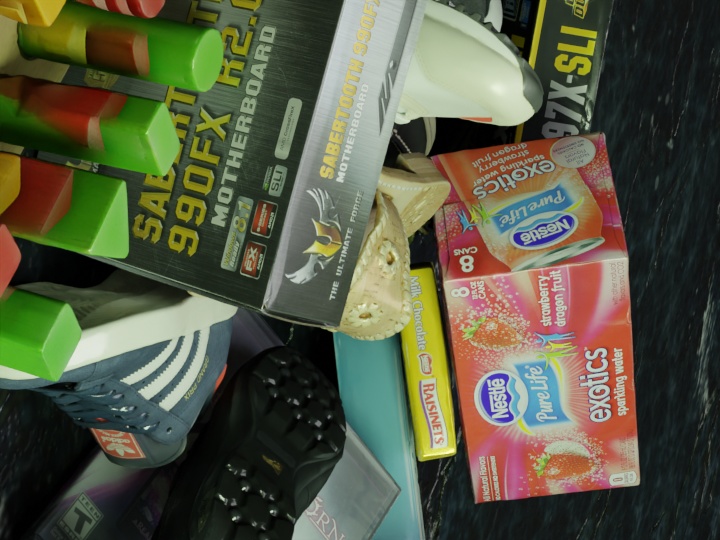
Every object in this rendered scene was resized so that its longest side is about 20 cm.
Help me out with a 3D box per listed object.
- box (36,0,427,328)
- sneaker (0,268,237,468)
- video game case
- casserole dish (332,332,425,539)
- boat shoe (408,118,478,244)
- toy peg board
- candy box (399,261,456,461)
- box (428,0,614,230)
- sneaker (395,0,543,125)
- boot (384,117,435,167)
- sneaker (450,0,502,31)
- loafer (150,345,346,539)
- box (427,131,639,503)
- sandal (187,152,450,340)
[{"bbox_3d":[-0.050,-0.092,0.921,0.048,0.158,0.202,14,92,-47],"label":"box"},{"bbox_3d":[-0.108,0.049,0.990,0.200,0.074,0.085,-13,112,-67],"label":"sneaker"},{"bbox_3d":[-0.066,0.119,1.101,0.143,0.019,0.200,51,43,-14],"label":"video game case"},{"bbox_3d":[0.012,0.111,1.276,0.121,0.038,0.202,76,8,-71],"label":"casserole dish"},{"bbox_3d":[0.015,-0.051,1.266,0.072,0.060,0.202,78,32,-48],"label":"boat shoe"},{"bbox_3d":[-0.137,-0.076,0.812,0.200,0.097,0.201,72,37,-54],"label":"toy peg board"},{"bbox_3d":[0.038,0.047,1.305,0.200,0.026,0.103,-38,118,-88],"label":"candy box"},{"bbox_3d":[0.095,-0.107,1.350,0.160,0.049,0.202,-139,-122,-73],"label":"box"},{"bbox_3d":[-0.018,-0.075,0.985,0.094,0.199,0.070,-65,152,-12],"label":"sneaker"},{"bbox_3d":[-0.032,-0.052,1.128,0.200,0.073,0.152,53,53,-61],"label":"boot"},{"bbox_3d":[0.025,-0.201,1.142,0.201,0.073,0.112,-95,158,-43],"label":"sneaker"},{"bbox_3d":[-0.057,0.099,1.059,0.070,0.068,0.201,-42,-169,26],"label":"loafer"},{"bbox_3d":[0.097,0.030,1.248,0.201,0.099,0.096,80,4,-48],"label":"box"},{"bbox_3d":[0.003,-0.004,1.036,0.078,0.070,0.211,-48,168,25],"label":"sandal"}]
